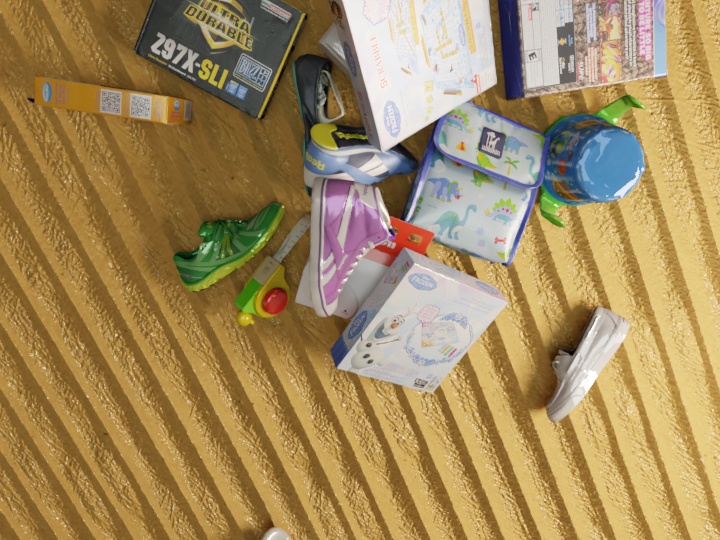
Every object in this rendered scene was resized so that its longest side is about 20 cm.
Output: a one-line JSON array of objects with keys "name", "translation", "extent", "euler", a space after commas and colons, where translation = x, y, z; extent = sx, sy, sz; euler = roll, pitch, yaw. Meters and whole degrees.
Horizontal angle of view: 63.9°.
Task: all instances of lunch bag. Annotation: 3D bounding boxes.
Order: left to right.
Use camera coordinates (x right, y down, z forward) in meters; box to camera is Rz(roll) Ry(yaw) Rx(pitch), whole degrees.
[{"name": "lunch bag", "translation": [0.165, -0.129, 0.834], "extent": [0.167, 0.127, 0.204], "euler": [21, 91, -3]}]

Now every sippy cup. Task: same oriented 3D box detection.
[{"name": "sippy cup", "translation": [0.329, -0.154, 0.821], "extent": [0.136, 0.131, 0.182], "euler": [-3, 103, 0]}]

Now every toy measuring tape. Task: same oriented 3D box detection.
[{"name": "toy measuring tape", "translation": [-0.121, 0.006, 0.897], "extent": [0.073, 0.073, 0.201], "euler": [39, 83, -9]}]

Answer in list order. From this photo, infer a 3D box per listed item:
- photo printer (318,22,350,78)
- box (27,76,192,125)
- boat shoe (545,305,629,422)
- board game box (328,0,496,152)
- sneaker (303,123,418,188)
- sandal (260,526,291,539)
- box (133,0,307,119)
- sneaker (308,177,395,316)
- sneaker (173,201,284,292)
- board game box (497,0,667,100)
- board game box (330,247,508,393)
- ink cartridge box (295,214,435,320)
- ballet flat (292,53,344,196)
[{"name": "photo printer", "translation": [0.064, -0.331, 0.799], "extent": [0.166, 0.069, 0.201], "euler": [41, 93, -10]}, {"name": "box", "translation": [-0.346, -0.235, 0.800], "extent": [0.195, 0.119, 0.042], "euler": [10, 103, -3]}, {"name": "boat shoe", "translation": [0.348, 0.149, 0.929], "extent": [0.068, 0.072, 0.202], "euler": [33, 109, 14]}, {"name": "board game box", "translation": [0.074, -0.284, 0.717], "extent": [0.197, 0.041, 0.202], "euler": [-32, 133, -14]}, {"name": "sneaker", "translation": [-0.001, -0.152, 0.816], "extent": [0.197, 0.074, 0.083], "euler": [-3, 130, -41]}, {"name": "sandal", "translation": [-0.146, 0.546, 1.021], "extent": [0.049, 0.082, 0.207], "euler": [0, 111, 44]}, {"name": "box", "translation": [-0.196, -0.333, 0.815], "extent": [0.197, 0.049, 0.162], "euler": [27, 103, -7]}, {"name": "sneaker", "translation": [-0.011, -0.020, 0.776], "extent": [0.112, 0.073, 0.204], "euler": [5, 122, 1]}, {"name": "sneaker", "translation": [-0.200, -0.045, 0.869], "extent": [0.198, 0.074, 0.084], "euler": [-34, 106, 7]}, {"name": "board game box", "translation": [0.301, -0.333, 0.794], "extent": [0.195, 0.097, 0.163], "euler": [-8, 104, 1]}, {"name": "board game box", "translation": [0.088, 0.083, 0.858], "extent": [0.197, 0.044, 0.200], "euler": [20, 117, -33]}, {"name": "ink cartridge box", "translation": [0.000, 0.000, 0.843], "extent": [0.159, 0.058, 0.201], "euler": [19, 144, -4]}, {"name": "ballet flat", "translation": [-0.055, -0.207, 0.833], "extent": [0.071, 0.073, 0.205], "euler": [-5, 101, 1]}]
